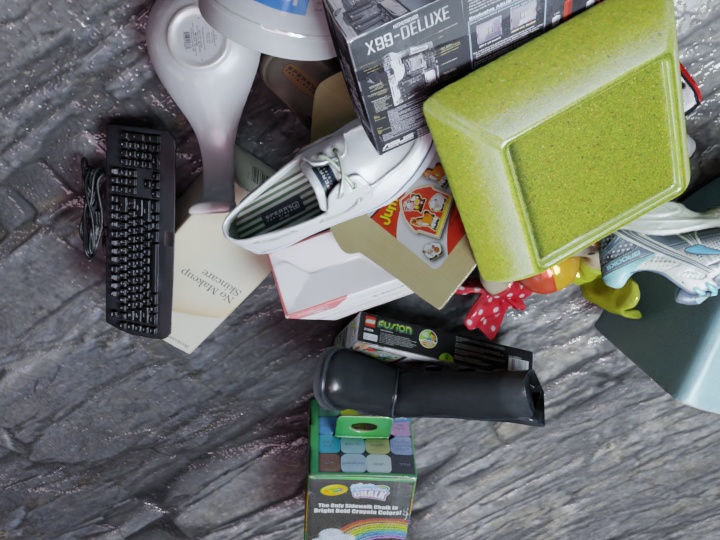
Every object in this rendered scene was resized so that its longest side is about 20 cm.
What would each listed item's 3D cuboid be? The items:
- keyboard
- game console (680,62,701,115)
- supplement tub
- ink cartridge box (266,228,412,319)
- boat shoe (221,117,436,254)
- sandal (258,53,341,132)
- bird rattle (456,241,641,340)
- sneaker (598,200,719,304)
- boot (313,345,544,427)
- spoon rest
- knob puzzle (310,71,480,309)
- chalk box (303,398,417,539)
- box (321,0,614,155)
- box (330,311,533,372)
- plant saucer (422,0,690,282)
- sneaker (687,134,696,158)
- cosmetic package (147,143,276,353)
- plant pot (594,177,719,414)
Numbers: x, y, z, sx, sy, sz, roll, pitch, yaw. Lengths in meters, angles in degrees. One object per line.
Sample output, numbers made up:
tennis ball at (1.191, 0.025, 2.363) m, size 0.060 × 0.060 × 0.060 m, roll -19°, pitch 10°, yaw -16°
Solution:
keyboard at (-0.225, -0.035, 0.864) m, size 0.104 × 0.040 × 0.200 m, roll 10°, pitch 104°, yaw 23°
game console at (0.170, -0.158, 0.822) m, size 0.200 × 0.031 × 0.177 m, roll -37°, pitch 104°, yaw 23°
supplement tub at (-0.041, -0.274, 0.687) m, size 0.132 × 0.132 × 0.200 m, roll 11°, pitch 126°, yaw -12°
ink cartridge box at (0.000, 0.000, 0.906) m, size 0.116 × 0.200 × 0.068 m, roll -19°, pitch 82°, yaw 12°
boat shoe at (-0.023, -0.069, 0.752) m, size 0.200 × 0.067 × 0.074 m, roll -35°, pitch 85°, yaw 16°
sandal at (-0.008, -0.139, 0.843) m, size 0.200 × 0.055 × 0.082 m, roll 36°, pitch 118°, yaw -27°
bird rattle at (0.176, -0.007, 0.915) m, size 0.200 × 0.113 × 0.163 m, roll -6°, pitch 159°, yaw 10°
sneaker at (0.303, -0.011, 0.794) m, size 0.200 × 0.078 × 0.086 m, roll 5°, pitch 86°, yaw 20°
boot at (0.073, 0.120, 0.927) m, size 0.200 × 0.066 × 0.165 m, roll 3°, pitch 169°, yaw 25°
spoon rest at (-0.132, -0.149, 0.796) m, size 0.099 × 0.061 × 0.200 m, roll -2°, pitch 95°, yaw 0°
knob puzzle at (0.045, -0.096, 0.780) m, size 0.219 × 0.030 × 0.220 m, roll 2°, pitch 95°, yaw 16°
chalk box at (-0.002, 0.231, 1.091) m, size 0.125 × 0.124 × 0.200 m, roll 3°, pitch 127°, yaw -4°
box at (0.082, -0.174, 0.653) m, size 0.200 × 0.050 × 0.158 m, roll -25°, pitch 158°, yaw 0°
box at (0.075, 0.099, 1.016) m, size 0.200 × 0.035 × 0.110 m, roll 14°, pitch 156°, yaw -14°
plant saucer at (0.167, -0.087, 0.694) m, size 0.200 × 0.048 × 0.200 m, roll -29°, pitch 135°, yaw -3°
sneaker at (0.207, -0.108, 0.882) m, size 0.200 × 0.075 × 0.087 m, roll -27°, pitch 105°, yaw 17°
cosmetic package at (-0.150, -0.019, 0.918) m, size 0.104 × 0.073 × 0.200 m, roll 32°, pitch 119°, yaw -24°
plant pot at (0.388, 0.024, 0.912) m, size 0.196 × 0.196 × 0.200 m, roll 15°, pitch 105°, yaw -15°
